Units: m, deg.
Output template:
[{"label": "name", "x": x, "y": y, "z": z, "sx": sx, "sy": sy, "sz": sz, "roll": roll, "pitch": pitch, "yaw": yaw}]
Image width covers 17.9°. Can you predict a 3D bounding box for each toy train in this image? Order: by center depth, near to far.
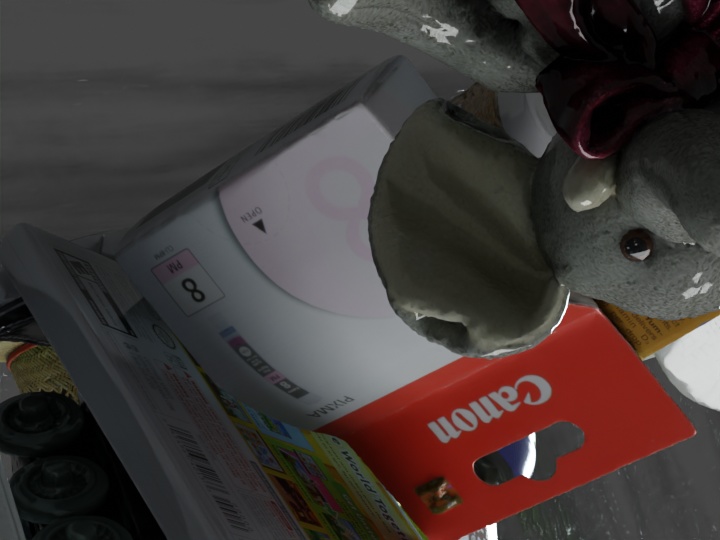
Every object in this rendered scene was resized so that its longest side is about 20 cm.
[{"label": "toy train", "x": -0.100, "y": 0.114, "z": 1.022, "sx": 0.113, "sy": 0.086, "sz": 0.200, "roll": -9, "pitch": -150, "yaw": -15}]

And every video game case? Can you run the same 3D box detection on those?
[{"label": "video game case", "x": -0.053, "y": 0.073, "z": 0.989, "sx": 0.023, "sy": 0.200, "sz": 0.182, "roll": -48, "pitch": 142, "yaw": 14}]

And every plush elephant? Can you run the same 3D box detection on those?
[{"label": "plush elephant", "x": 0.074, "y": -0.055, "z": 0.604, "sx": 0.164, "sy": 0.156, "sz": 0.200, "roll": -17, "pitch": 173, "yaw": -1}]

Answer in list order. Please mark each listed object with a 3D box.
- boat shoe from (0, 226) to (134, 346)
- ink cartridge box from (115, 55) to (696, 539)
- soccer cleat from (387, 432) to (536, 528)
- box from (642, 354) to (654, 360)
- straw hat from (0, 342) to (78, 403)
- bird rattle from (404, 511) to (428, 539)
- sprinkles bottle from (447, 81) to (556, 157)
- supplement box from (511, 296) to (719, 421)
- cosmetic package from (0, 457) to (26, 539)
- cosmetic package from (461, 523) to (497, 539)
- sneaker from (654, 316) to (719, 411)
[{"label": "boat shoe", "x": -0.110, "y": 0.019, "z": 1.097, "sx": 0.071, "sy": 0.068, "sz": 0.199, "roll": -23, "pitch": 172, "yaw": 40}, {"label": "ink cartridge box", "x": 0.016, "y": 0.029, "z": 0.940, "sx": 0.162, "sy": 0.201, "sz": 0.057, "roll": -29, "pitch": -169, "yaw": 40}, {"label": "soccer cleat", "x": 0.015, "y": 0.023, "z": 1.029, "sx": 0.064, "sy": 0.201, "sz": 0.084, "roll": -23, "pitch": -161, "yaw": 30}, {"label": "box", "x": 0.097, "y": 0.007, "z": 1.297, "sx": 0.199, "sy": 0.110, "sz": 0.128, "roll": -15, "pitch": -176, "yaw": -19}, {"label": "straw hat", "x": -0.143, "y": 0.055, "z": 1.229, "sx": 0.200, "sy": 0.086, "sz": 0.201, "roll": -18, "pitch": 173, "yaw": -2}, {"label": "bird rattle", "x": -0.032, "y": 0.072, "z": 1.184, "sx": 0.162, "sy": 0.113, "sz": 0.200, "roll": 21, "pitch": -171, "yaw": -35}, {"label": "sprinkles bottle", "x": 0.061, "y": -0.050, "z": 0.990, "sx": 0.068, "sy": 0.069, "sz": 0.200, "roll": -15, "pitch": 173, "yaw": -23}, {"label": "supplement box", "x": 0.116, "y": -0.005, "z": 0.935, "sx": 0.067, "sy": 0.069, "sz": 0.200, "roll": -42, "pitch": -178, "yaw": -42}, {"label": "cosmetic package", "x": -0.250, "y": 0.094, "z": 0.925, "sx": 0.199, "sy": 0.167, "sz": 0.167, "roll": -17, "pitch": 173, "yaw": -15}, {"label": "cosmetic package", "x": -0.038, "y": 0.121, "z": 1.470, "sx": 0.199, "sy": 0.166, "sz": 0.164, "roll": -16, "pitch": 160, "yaw": 38}, {"label": "sneaker", "x": 0.164, "y": 0.003, "z": 1.212, "sx": 0.075, "sy": 0.199, "sz": 0.089, "roll": -53, "pitch": -166, "yaw": 34}]
